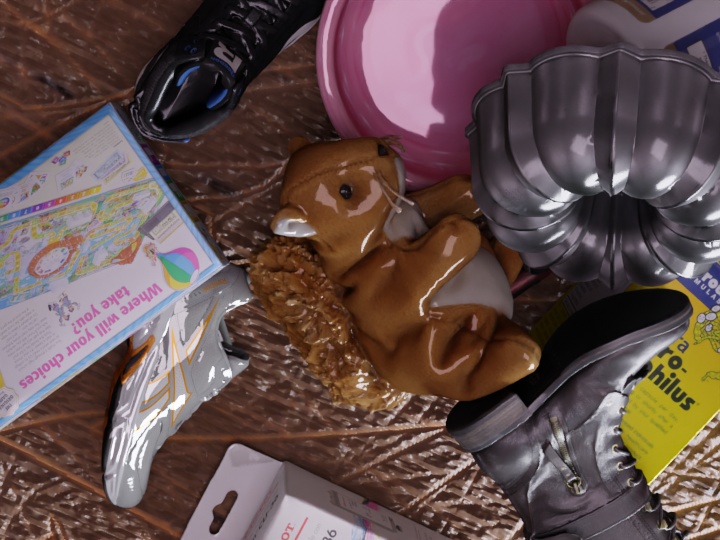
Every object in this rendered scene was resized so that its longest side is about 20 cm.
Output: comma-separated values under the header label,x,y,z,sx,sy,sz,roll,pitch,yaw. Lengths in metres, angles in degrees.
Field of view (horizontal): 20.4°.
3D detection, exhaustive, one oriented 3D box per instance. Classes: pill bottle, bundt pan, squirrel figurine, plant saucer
label,x,y,z,sx,sy,sz,roll,pitch,yaw
pill bottle,0.245,-0.163,1.329,0.199,0.111,0.112,-28,108,-18
bundt pan,0.162,-0.053,1.258,0.200,0.076,0.202,6,151,4
squirrel figurine,0.000,0.000,1.343,0.199,0.142,0.186,-30,124,35
plant saucer,0.067,-0.152,1.373,0.198,0.051,0.202,-1,107,-3

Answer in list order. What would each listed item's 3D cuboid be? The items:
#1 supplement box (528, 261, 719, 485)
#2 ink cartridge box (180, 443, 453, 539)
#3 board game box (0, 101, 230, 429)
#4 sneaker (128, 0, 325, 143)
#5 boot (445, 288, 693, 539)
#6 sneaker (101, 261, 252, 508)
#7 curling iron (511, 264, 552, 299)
label,x,y,z,sx,sy,sz,roll,pitch,yaw
supplement box,0.189,0.066,1.413,0.109,0.109,0.200,40,101,-13
ink cartridge box,-0.030,0.222,1.467,0.199,0.068,0.117,26,103,-10
board game box,-0.207,-0.001,1.355,0.199,0.034,0.135,-35,91,5
sneaker,-0.073,-0.159,1.330,0.073,0.112,0.200,40,100,-14
boot,0.170,0.122,1.343,0.199,0.069,0.175,-32,108,13
sneaker,-0.129,0.081,1.419,0.091,0.076,0.202,12,106,-12
curling iron,0.077,0.023,1.434,0.199,0.026,0.050,-33,143,10
